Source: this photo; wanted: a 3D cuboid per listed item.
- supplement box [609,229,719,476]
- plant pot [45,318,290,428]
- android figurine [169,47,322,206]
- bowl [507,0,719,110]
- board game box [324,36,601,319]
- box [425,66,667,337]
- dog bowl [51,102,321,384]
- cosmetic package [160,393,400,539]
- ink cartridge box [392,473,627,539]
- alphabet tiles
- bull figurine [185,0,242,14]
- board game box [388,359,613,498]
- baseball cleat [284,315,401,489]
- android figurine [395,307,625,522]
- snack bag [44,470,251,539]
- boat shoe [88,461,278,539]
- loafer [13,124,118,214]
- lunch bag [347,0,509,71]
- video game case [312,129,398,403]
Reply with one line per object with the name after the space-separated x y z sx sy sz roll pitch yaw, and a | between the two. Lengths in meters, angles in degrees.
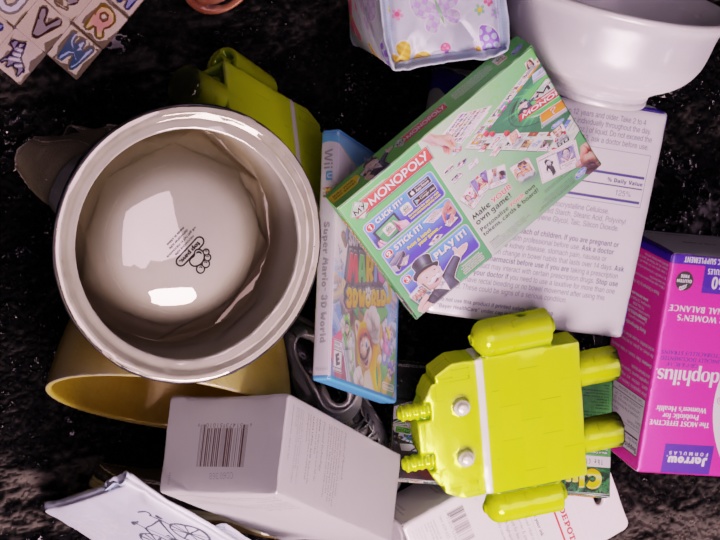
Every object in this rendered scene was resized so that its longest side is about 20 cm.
0.289 0.074 1.597 0.100 0.103 0.202 4 103 -17 | supplement box
-0.146 0.041 1.440 0.198 0.200 0.144 11 73 -17 | plant pot
-0.080 -0.088 1.429 0.041 0.184 0.199 -21 154 27 | android figurine
0.202 -0.191 1.471 0.199 0.201 0.091 8 111 -17 | bowl
0.085 -0.073 1.419 0.200 0.029 0.135 -39 124 -4 | board game box
0.144 -0.060 1.525 0.182 0.105 0.202 8 101 -16 | box
-0.133 -0.024 1.289 0.198 0.074 0.202 -4 101 -21 | dog bowl
-0.060 0.162 1.418 0.200 0.112 0.082 35 57 -59 | cosmetic package
0.130 0.222 1.599 0.199 0.067 0.117 -26 108 -14 | ink cartridge box
-0.249 -0.258 1.426 0.166 0.006 0.200 41 89 -19 | alphabet tiles
-0.113 -0.311 1.420 0.120 0.065 0.202 -12 106 -9 | bull figurine
0.123 0.139 1.549 0.198 0.023 0.106 6 76 -9 | board game box
-0.017 0.130 1.523 0.070 0.106 0.201 -38 111 -9 | baseball cleat
0.126 0.123 1.495 0.198 0.041 0.184 -8 107 -13 | android figurine
-0.154 0.227 1.475 0.199 0.188 0.022 33 62 -19 | snack bag
-0.136 0.183 1.526 0.198 0.073 0.065 14 93 -27 | boat shoe
-0.208 -0.088 1.391 0.069 0.200 0.076 33 101 9 | loafer
0.040 -0.273 1.417 0.126 0.170 0.202 -7 106 -9 | lunch bag
0.000 0.000 1.457 0.018 0.143 0.202 -3 78 23 | video game case
